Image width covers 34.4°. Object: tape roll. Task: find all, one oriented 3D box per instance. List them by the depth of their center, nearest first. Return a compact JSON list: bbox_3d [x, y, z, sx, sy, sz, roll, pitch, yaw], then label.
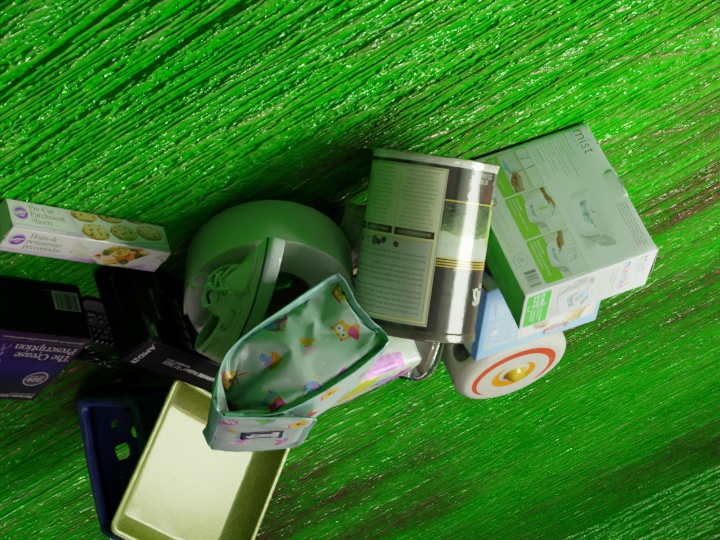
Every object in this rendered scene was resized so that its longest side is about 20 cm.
[{"bbox_3d":[-0.107,0.014,1.369,0.201,0.071,0.203,-3,136,-3],"label":"tape roll"}]

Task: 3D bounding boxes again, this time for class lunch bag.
[{"bbox_3d":[-0.081,0.117,1.249,0.200,0.122,0.170,-37,171,-20],"label":"lunch bag"}]

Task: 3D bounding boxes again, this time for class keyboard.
[{"bbox_3d":[-0.312,0.089,1.470,0.127,0.021,0.200,-38,147,26],"label":"keyboard"}]

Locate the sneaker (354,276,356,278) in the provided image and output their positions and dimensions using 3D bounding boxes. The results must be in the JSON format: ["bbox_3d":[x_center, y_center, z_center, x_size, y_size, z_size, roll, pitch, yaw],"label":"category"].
[{"bbox_3d":[0.023,0.041,1.525,0.070,0.082,0.200,5,156,-33],"label":"sneaker"}]

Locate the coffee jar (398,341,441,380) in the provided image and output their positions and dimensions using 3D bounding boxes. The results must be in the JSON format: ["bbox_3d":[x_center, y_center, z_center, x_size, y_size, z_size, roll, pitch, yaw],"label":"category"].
[{"bbox_3d":[0.073,0.102,1.630,0.085,0.105,0.200,16,175,7],"label":"coffee jar"}]

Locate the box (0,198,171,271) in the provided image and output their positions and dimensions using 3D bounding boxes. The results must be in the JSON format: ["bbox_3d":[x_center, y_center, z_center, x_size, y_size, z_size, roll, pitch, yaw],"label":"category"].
[{"bbox_3d":[-0.296,-0.035,1.247,0.200,0.042,0.039,11,136,-45],"label":"box"}]

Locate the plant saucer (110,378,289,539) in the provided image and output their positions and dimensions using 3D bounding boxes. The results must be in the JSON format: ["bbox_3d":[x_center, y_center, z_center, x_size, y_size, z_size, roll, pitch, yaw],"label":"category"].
[{"bbox_3d":[-0.202,0.260,1.430,0.048,0.201,0.200,-5,146,48],"label":"plant saucer"}]

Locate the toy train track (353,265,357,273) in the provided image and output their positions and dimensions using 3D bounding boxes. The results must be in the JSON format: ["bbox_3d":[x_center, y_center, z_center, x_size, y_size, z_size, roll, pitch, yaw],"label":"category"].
[{"bbox_3d":[0.000,0.000,1.469,0.032,0.115,0.200,28,148,-22],"label":"toy train track"}]

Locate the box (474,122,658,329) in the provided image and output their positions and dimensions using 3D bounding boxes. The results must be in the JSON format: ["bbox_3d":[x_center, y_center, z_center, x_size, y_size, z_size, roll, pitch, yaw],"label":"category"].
[{"bbox_3d":[0.238,-0.058,1.431,0.176,0.201,0.097,-19,152,-9],"label":"box"}]

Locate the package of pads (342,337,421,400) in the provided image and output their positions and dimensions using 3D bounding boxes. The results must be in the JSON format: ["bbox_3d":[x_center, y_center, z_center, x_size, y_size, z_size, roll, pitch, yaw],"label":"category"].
[{"bbox_3d":[-0.041,0.141,1.496,0.154,0.068,0.200,-17,169,-39],"label":"package of pads"}]

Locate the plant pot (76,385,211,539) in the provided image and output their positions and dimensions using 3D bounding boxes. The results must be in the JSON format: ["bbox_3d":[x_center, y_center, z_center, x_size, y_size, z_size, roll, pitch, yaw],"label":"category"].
[{"bbox_3d":[-0.246,0.244,1.548,0.179,0.201,0.200,-11,-178,-35],"label":"plant pot"}]

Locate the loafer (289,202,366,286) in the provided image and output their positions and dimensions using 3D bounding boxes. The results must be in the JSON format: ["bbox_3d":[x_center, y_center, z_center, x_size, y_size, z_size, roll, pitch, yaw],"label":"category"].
[{"bbox_3d":[-0.044,-0.018,1.445,0.070,0.070,0.200,26,130,-22],"label":"loafer"}]

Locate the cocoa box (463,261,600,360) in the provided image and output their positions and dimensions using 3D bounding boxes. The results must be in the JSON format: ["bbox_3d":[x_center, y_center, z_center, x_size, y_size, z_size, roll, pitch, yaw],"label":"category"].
[{"bbox_3d":[0.213,0.008,1.556,0.199,0.131,0.134,-16,137,-21],"label":"cocoa box"}]

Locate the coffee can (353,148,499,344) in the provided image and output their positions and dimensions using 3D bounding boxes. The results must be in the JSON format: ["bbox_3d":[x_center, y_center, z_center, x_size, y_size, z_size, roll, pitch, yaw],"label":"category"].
[{"bbox_3d":[0.071,-0.029,1.312,0.146,0.201,0.146,8,-176,-1],"label":"coffee can"}]

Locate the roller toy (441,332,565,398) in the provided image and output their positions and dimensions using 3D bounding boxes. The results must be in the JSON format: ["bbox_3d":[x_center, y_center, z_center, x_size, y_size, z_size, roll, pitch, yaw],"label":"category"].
[{"bbox_3d":[0.209,0.106,1.752,0.182,0.140,0.200,-15,151,-14],"label":"roller toy"}]

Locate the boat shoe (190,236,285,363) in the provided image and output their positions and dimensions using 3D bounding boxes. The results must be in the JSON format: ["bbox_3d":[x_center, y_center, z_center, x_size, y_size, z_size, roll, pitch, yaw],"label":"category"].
[{"bbox_3d":[-0.147,0.029,1.288,0.086,0.075,0.202,18,138,-10],"label":"boat shoe"}]

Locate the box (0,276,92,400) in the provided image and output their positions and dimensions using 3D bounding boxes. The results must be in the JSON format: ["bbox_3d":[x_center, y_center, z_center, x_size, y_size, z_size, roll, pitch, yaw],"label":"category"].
[{"bbox_3d":[-0.427,0.076,1.304,0.200,0.079,0.141,10,140,-46],"label":"box"}]

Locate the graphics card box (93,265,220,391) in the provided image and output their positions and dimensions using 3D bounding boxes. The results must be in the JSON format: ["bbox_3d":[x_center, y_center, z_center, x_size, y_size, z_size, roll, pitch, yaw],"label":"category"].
[{"bbox_3d":[-0.222,0.068,1.387,0.051,0.126,0.200,-33,151,15],"label":"graphics card box"}]
